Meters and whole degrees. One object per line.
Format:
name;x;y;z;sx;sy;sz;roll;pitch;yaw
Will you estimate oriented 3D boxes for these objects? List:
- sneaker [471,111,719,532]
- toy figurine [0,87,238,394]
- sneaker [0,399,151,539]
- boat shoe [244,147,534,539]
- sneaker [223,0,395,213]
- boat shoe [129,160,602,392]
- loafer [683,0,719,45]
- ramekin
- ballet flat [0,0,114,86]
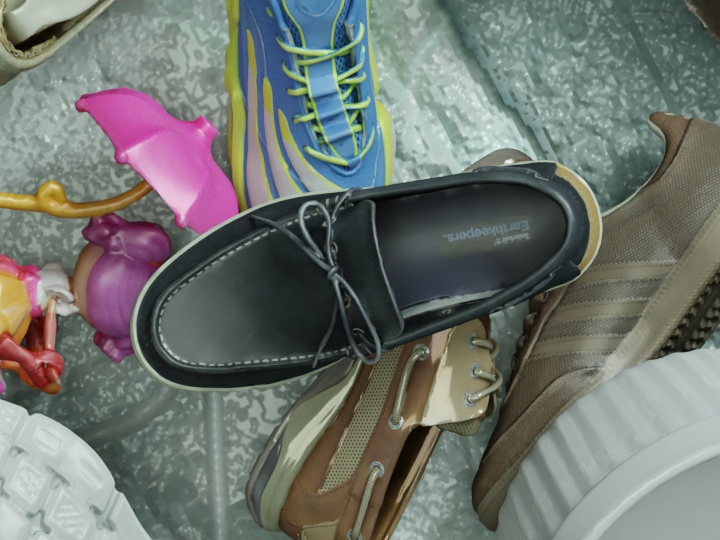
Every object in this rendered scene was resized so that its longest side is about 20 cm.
sneaker;0.105;0.022;1.005;0.076;0.070;0.200;42;95;27
toy figurine;-0.142;-0.004;0.988;0.183;0.150;0.201;-5;113;-6
sneaker;-0.122;0.134;0.990;0.200;0.082;0.077;42;65;-13
boat shoe;0.030;0.042;0.991;0.072;0.076;0.200;36;103;18
sneaker;-0.028;-0.090;0.978;0.075;0.105;0.201;-6;91;3
boat shoe;0.000;0.000;0.926;0.199;0.062;0.075;-14;89;5
loafer;0.128;-0.168;0.996;0.200;0.071;0.073;53;50;-6
ramekin;0.148;0.127;0.945;0.199;0.105;0.201;-6;116;-13
ballet flat;-0.098;-0.145;0.958;0.200;0.062;0.068;-51;118;-24
